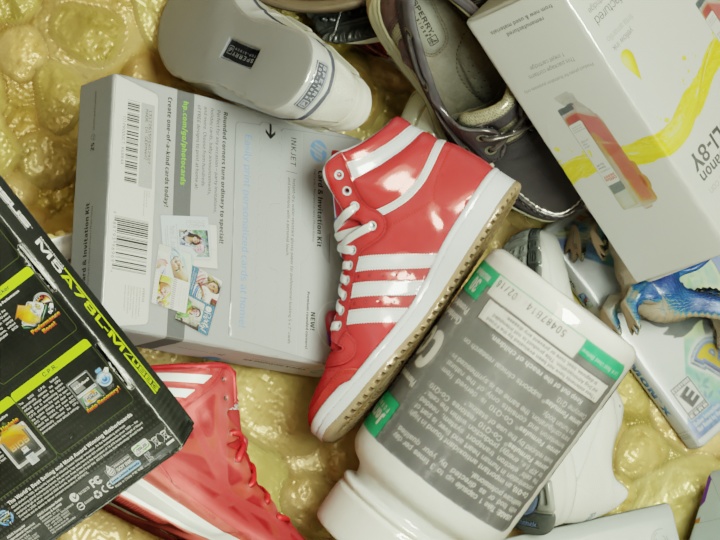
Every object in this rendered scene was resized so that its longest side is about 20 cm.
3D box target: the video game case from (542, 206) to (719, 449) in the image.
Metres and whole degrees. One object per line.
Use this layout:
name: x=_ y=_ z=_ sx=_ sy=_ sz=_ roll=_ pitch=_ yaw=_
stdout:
video game case: x=0.246 y=-0.008 z=1.502 sx=0.200 sy=0.022 sz=0.183 roll=-37 pitch=92 yaw=-21

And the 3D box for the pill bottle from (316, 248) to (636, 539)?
pill bottle: x=0.069 y=0.097 z=1.331 sx=0.113 sy=0.113 sz=0.200 roll=36 pitch=93 yaw=-8

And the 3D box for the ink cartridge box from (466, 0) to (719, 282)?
ink cartridge box: x=0.180 y=-0.117 z=1.343 sx=0.200 sy=0.083 sz=0.145 roll=55 pitch=49 yaw=-14

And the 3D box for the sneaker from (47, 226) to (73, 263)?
sneaker: x=-0.205 y=0.034 z=1.319 sx=0.199 sy=0.075 sz=0.090 roll=-20 pitch=80 yaw=-20

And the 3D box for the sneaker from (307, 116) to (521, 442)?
sneaker: x=0.000 y=0.000 z=1.349 sx=0.112 sy=0.071 sz=0.200 roll=34 pitch=87 yaw=7

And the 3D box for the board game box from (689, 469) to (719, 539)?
board game box: x=0.322 y=0.214 z=1.424 sx=0.200 sy=0.105 sz=0.103 roll=28 pitch=68 yaw=-18

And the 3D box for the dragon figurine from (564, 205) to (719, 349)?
dragon figurine: x=0.195 y=-0.019 z=1.444 sx=0.099 sy=0.059 sz=0.201 roll=-26 pitch=88 yaw=-21

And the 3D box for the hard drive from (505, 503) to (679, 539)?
hard drive: x=0.123 y=0.236 z=1.411 sx=0.199 sy=0.026 sz=0.132 roll=-10 pitch=82 yaw=-19

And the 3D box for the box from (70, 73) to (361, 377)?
box: x=-0.086 y=-0.024 z=1.347 sx=0.199 sy=0.041 sz=0.157 roll=11 pitch=75 yaw=-39

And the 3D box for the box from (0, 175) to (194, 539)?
box: x=-0.230 y=0.076 z=1.255 sx=0.200 sy=0.048 sz=0.193 roll=-37 pitch=96 yaw=15

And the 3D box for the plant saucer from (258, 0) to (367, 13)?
plant saucer: x=-0.011 y=-0.252 z=1.413 sx=0.199 sy=0.029 sz=0.201 roll=-7 pitch=66 yaw=17

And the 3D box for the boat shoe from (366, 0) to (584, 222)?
boat shoe: x=0.078 y=-0.105 z=1.353 sx=0.072 sy=0.065 sz=0.200 roll=-37 pitch=109 yaw=0

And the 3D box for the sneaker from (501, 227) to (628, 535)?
sneaker: x=0.127 y=0.072 z=1.432 sx=0.087 sy=0.074 sz=0.201 roll=-1 pitch=83 yaw=-33

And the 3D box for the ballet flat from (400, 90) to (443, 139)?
ballet flat: x=0.069 y=-0.103 z=1.419 sx=0.200 sy=0.074 sz=0.074 roll=-36 pitch=91 yaw=-8

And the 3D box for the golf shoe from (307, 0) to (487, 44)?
golf shoe: x=0.065 y=-0.192 z=1.431 sx=0.199 sy=0.095 sz=0.078 roll=-26 pitch=63 yaw=4

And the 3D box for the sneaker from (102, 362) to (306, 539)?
sneaker: x=-0.074 y=0.124 z=1.343 sx=0.200 sy=0.078 sz=0.116 roll=30 pitch=73 yaw=-12

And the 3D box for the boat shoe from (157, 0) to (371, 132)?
boat shoe: x=-0.058 y=-0.131 z=1.355 sx=0.070 sy=0.200 sz=0.071 roll=27 pitch=92 yaw=-37

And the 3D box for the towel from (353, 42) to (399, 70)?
towel: x=0.066 y=-0.192 z=1.481 sx=0.200 sy=0.023 sz=0.144 roll=29 pitch=71 yaw=-10
